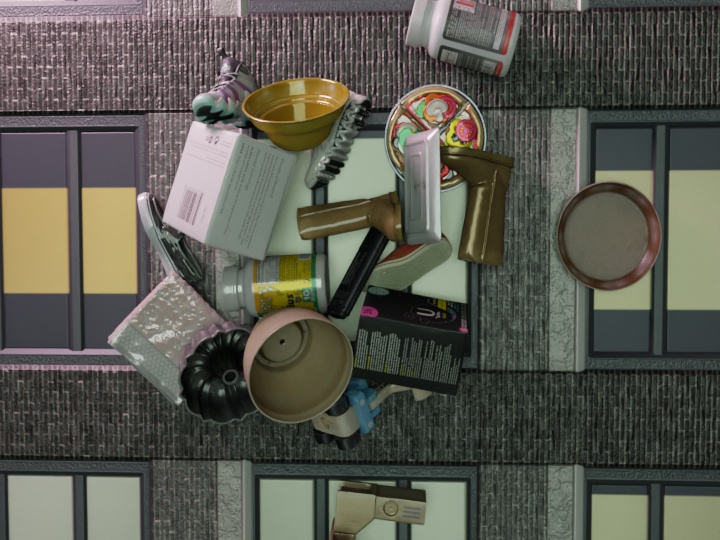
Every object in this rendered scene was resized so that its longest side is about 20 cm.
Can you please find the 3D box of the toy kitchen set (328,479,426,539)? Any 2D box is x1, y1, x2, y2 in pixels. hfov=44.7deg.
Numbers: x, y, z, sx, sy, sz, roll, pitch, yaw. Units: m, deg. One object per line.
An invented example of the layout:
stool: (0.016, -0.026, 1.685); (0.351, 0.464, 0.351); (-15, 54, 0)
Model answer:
toy kitchen set: (0.027, 0.524, 1.641); (0.176, 0.163, 0.206); (6, 93, 3)

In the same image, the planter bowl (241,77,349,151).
planter bowl: (-0.113, -0.273, 1.589); (0.195, 0.202, 0.085); (-4, 123, 4)

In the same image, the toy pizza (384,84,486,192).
toy pizza: (0.142, -0.251, 1.662); (0.195, 0.032, 0.206); (0, 93, 3)

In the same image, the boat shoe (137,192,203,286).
boat shoe: (-0.360, -0.063, 1.685); (0.070, 0.072, 0.204); (-23, 101, 7)

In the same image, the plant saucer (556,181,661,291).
plant saucer: (0.465, -0.065, 1.652); (0.195, 0.034, 0.206); (0, 92, 4)

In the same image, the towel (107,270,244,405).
towel: (-0.354, 0.135, 1.684); (0.191, 0.032, 0.200); (-43, 107, 4)

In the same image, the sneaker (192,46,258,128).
sneaker: (-0.251, -0.343, 1.607); (0.076, 0.199, 0.144); (-11, 87, 21)

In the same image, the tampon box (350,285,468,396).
tampon box: (0.092, 0.126, 1.612); (0.195, 0.150, 0.129); (10, 110, 3)

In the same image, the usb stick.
usb stick: (0.000, 0.000, 1.640); (0.033, 0.055, 0.203); (46, 64, -39)

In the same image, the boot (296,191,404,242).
boot: (-0.019, -0.085, 1.618); (0.195, 0.176, 0.068); (-9, 110, 1)

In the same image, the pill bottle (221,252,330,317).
pill bottle: (-0.158, 0.029, 1.653); (0.194, 0.113, 0.116); (-3, 93, 3)

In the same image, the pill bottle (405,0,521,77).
pill bottle: (0.188, -0.437, 1.609); (0.195, 0.116, 0.119); (16, 94, 2)

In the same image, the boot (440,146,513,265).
boot: (0.205, -0.119, 1.618); (0.171, 0.066, 0.205); (7, 93, -22)

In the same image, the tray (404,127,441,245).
tray: (0.108, -0.152, 1.597); (0.022, 0.107, 0.206); (0, 88, -32)

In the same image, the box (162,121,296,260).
box: (-0.241, -0.147, 1.592); (0.129, 0.197, 0.205); (16, 94, -38)

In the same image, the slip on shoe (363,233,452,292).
slip on shoe: (0.082, -0.015, 1.667); (0.197, 0.062, 0.074); (-29, 127, 15)

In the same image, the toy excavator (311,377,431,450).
toy excavator: (0.015, 0.241, 1.657); (0.199, 0.192, 0.102); (-36, 116, -35)

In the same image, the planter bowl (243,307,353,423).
planter bowl: (-0.126, 0.151, 1.574); (0.196, 0.135, 0.205); (-10, 115, -21)

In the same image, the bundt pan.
bundt pan: (-0.254, 0.182, 1.652); (0.197, 0.076, 0.207); (-11, 118, -21)

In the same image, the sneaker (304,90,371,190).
sneaker: (-0.056, -0.249, 1.662); (0.080, 0.075, 0.203); (31, 96, 20)
